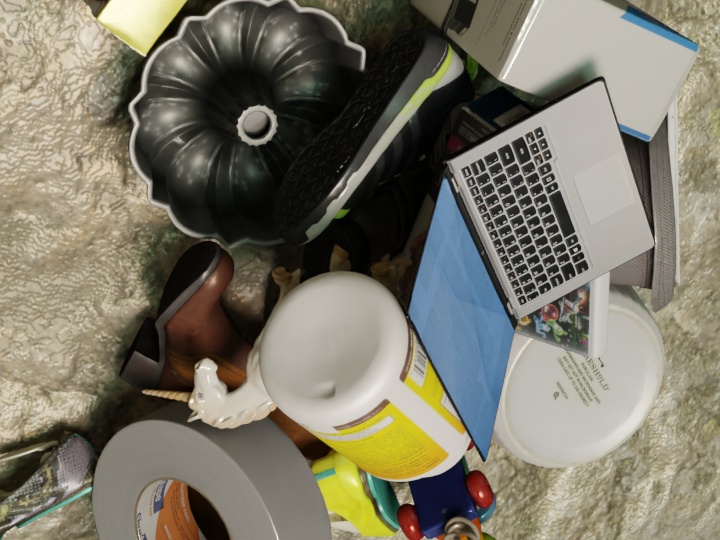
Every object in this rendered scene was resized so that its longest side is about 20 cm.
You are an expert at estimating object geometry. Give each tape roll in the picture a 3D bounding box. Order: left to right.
[{"bbox_3d":[-0.120,0.202,1.235,0.066,0.199,0.202,-26,127,-50],"label":"tape roll"}]

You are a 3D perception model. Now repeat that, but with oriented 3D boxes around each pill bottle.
[{"bbox_3d":[0.014,0.084,1.107,0.109,0.109,0.200,-42,148,2],"label":"pill bottle"}]

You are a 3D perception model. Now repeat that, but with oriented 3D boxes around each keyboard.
[{"bbox_3d":[0.274,-0.090,1.365,0.011,0.056,0.202,-2,116,8],"label":"keyboard"}]

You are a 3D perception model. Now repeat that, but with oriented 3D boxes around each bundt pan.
[{"bbox_3d":[-0.090,-0.124,1.201,0.200,0.076,0.204,-8,116,-17],"label":"bundt pan"}]

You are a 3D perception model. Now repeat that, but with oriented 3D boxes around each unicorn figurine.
[{"bbox_3d":[-0.050,0.055,1.156,0.198,0.074,0.138,-5,131,-25],"label":"unicorn figurine"}]

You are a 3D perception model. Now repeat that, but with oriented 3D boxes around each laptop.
[{"bbox_3d":[0.129,0.002,1.108,0.199,0.116,0.188,-28,136,1],"label":"laptop"}]

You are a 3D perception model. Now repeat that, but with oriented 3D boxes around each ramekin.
[{"bbox_3d":[0.179,0.084,1.384,0.201,0.094,0.204,-8,115,-16],"label":"ramekin"}]

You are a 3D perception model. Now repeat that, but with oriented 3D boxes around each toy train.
[{"bbox_3d":[0.092,0.232,1.359,0.084,0.201,0.116,-27,129,9],"label":"toy train"}]

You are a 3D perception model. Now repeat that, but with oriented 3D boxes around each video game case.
[{"bbox_3d":[0.124,-0.043,1.267,0.023,0.181,0.202,-27,125,-43],"label":"video game case"}]

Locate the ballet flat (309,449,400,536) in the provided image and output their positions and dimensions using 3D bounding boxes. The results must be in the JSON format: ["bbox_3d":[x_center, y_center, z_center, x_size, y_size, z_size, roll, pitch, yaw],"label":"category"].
[{"bbox_3d":[-0.010,0.195,1.346,0.067,0.067,0.200,-20,158,3],"label":"ballet flat"}]

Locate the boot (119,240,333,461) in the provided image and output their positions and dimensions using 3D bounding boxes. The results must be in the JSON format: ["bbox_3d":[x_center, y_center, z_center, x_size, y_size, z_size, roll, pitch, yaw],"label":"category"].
[{"bbox_3d":[-0.075,0.074,1.241,0.199,0.069,0.189,25,130,-11],"label":"boot"}]

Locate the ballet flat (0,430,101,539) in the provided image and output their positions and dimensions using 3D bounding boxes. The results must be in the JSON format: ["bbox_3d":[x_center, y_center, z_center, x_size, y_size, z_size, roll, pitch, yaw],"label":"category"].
[{"bbox_3d":[-0.304,0.198,1.281,0.200,0.072,0.072,-34,120,-3],"label":"ballet flat"}]

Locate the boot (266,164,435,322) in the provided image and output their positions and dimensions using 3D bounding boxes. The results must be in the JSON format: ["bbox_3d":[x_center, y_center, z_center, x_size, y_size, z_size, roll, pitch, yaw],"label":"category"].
[{"bbox_3d":[0.000,0.000,1.287,0.132,0.070,0.200,-40,168,-39],"label":"boot"}]

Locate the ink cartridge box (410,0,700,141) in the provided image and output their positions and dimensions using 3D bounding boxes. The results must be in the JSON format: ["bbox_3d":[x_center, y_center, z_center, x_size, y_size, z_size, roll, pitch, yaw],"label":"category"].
[{"bbox_3d":[0.143,-0.190,1.188,0.144,0.200,0.085,18,108,-26],"label":"ink cartridge box"}]

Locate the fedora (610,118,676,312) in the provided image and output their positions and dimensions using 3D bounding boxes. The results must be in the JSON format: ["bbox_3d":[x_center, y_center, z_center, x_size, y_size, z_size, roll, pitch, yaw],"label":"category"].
[{"bbox_3d":[0.216,-0.056,1.306,0.089,0.201,0.178,-2,123,8],"label":"fedora"}]

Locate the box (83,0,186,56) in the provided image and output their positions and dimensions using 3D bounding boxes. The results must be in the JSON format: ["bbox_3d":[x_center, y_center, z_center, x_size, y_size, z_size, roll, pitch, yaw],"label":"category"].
[{"bbox_3d":[-0.122,-0.257,1.132,0.050,0.075,0.200,36,96,-29],"label":"box"}]

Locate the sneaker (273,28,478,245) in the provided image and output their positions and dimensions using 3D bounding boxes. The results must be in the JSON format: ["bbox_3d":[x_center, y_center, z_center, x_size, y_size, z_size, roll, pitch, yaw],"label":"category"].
[{"bbox_3d":[0.020,-0.089,1.173,0.200,0.072,0.083,-50,127,2],"label":"sneaker"}]

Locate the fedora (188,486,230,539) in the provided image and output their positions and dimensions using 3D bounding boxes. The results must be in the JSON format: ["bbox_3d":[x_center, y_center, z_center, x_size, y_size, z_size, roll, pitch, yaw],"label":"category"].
[{"bbox_3d":[-0.100,0.216,1.322,0.082,0.199,0.202,-26,127,-50],"label":"fedora"}]

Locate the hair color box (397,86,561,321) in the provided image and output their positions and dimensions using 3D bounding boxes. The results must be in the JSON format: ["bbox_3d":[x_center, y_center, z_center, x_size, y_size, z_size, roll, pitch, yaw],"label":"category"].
[{"bbox_3d":[0.101,-0.033,1.232,0.060,0.100,0.201,-31,151,-44],"label":"hair color box"}]
